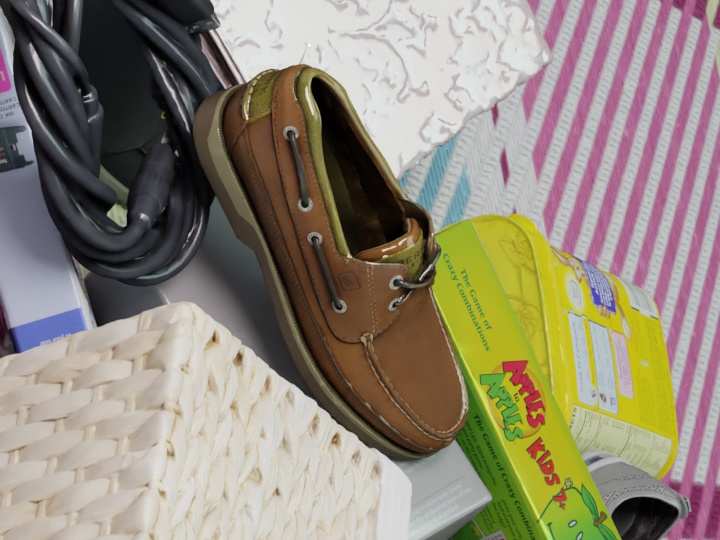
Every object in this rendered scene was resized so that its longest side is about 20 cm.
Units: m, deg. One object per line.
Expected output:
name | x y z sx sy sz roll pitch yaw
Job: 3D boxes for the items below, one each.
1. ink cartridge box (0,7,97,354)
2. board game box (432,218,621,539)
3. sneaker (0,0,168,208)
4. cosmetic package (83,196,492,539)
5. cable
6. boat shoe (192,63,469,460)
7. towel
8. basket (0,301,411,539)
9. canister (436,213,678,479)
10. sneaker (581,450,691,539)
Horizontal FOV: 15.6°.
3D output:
ink cartridge box | -0.150 -0.019 1.185 0.119 0.042 0.201 166 -95 -86
board game box | 0.050 0.086 1.293 0.048 0.101 0.201 -27 92 -43
sneaker | -0.099 -0.100 1.302 0.200 0.106 0.075 45 39 -42
cosmetic package | -0.041 0.062 1.255 0.107 0.090 0.200 -24 74 -38
cable | -0.112 -0.080 1.138 0.200 0.051 0.164 28 65 -71
boat shoe | 0.000 0.000 1.184 0.200 0.068 0.072 57 41 -19
towel | -0.006 -0.147 1.400 0.200 0.032 0.191 -36 101 -35
basket | -0.105 0.146 1.064 0.161 0.199 0.199 45 41 -40
canister | 0.121 0.059 1.644 0.200 0.086 0.149 22 57 -58
sneaker | 0.110 0.172 1.517 0.200 0.082 0.075 -42 122 -31
